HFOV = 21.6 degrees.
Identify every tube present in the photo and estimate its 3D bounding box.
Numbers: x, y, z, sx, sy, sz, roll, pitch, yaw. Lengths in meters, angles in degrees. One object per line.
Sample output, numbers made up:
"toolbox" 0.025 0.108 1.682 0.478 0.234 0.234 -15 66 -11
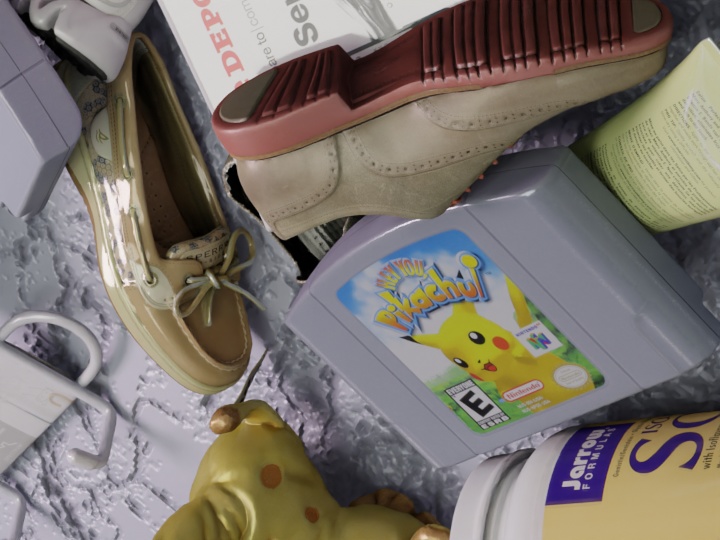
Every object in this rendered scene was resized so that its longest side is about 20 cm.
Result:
"tube" 0.130 -0.045 0.828 0.058 0.052 0.200 12 168 -14

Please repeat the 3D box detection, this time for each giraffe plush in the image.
"giraffe plush" -0.027 0.168 1.037 0.161 0.173 0.201 26 88 6

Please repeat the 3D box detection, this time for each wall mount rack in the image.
"wall mount rack" -0.249 0.091 1.127 0.173 0.075 0.200 31 129 -21

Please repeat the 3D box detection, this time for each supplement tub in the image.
"supplement tub" 0.157 0.141 0.900 0.199 0.145 0.147 -9 107 32

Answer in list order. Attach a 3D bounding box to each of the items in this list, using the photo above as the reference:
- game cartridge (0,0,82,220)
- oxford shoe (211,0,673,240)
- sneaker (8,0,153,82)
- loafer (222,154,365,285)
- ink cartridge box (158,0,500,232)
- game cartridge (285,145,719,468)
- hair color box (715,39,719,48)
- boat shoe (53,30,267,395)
"game cartridge" -0.220 -0.127 0.987 0.201 0.041 0.133 52 152 1
"oxford shoe" 0.040 -0.066 0.805 0.198 0.071 0.075 -12 120 17
"sneaker" -0.180 -0.178 1.007 0.199 0.075 0.081 35 86 26
"loafer" 0.000 0.000 0.974 0.200 0.070 0.075 43 126 7
"ink cartridge box" 0.021 -0.124 0.864 0.199 0.084 0.147 -23 100 16
"game cartridge" 0.055 0.019 0.886 0.133 0.041 0.199 47 139 -13
"hair color box" 0.241 -0.126 0.759 0.199 0.099 0.061 -33 95 36
"boat shoe" -0.105 -0.029 1.021 0.062 0.073 0.201 -19 100 37
